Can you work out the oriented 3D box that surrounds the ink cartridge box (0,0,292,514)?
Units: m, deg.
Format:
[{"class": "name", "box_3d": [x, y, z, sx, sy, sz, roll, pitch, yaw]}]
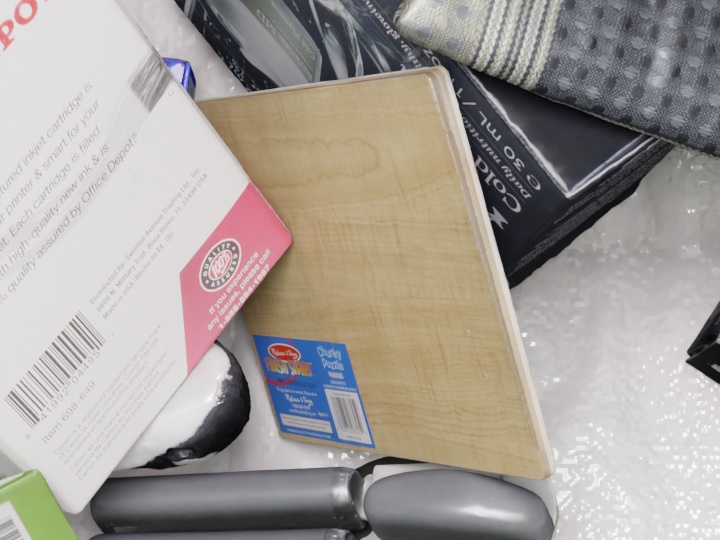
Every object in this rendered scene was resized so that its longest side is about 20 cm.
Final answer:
[{"class": "ink cartridge box", "box_3d": [-0.135, -0.029, 0.796, 0.085, 0.200, 0.146, 23, 67, 40]}]

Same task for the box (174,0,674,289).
[{"class": "box", "box_3d": [0.036, -0.107, 0.852, 0.124, 0.197, 0.200, -37, 84, -17]}]

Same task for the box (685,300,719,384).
[{"class": "box", "box_3d": [0.259, -0.005, 0.903, 0.164, 0.086, 0.200, 32, 84, 4]}]

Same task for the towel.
[{"class": "towel", "box_3d": [0.121, -0.141, 0.751, 0.192, 0.035, 0.200, 18, 81, -11]}]

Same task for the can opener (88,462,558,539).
[{"class": "can opener", "box_3d": [-0.018, 0.096, 0.859, 0.200, 0.066, 0.053, -6, 54, 19]}]

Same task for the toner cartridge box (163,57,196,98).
[{"class": "toner cartridge box", "box_3d": [-0.176, -0.053, 0.932, 0.200, 0.043, 0.095, 8, 82, 1]}]

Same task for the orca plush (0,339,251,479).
[{"class": "orca plush", "box_3d": [-0.126, 0.071, 0.904, 0.200, 0.071, 0.105, -16, 46, 18]}]

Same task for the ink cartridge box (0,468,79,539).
[{"class": "ink cartridge box", "box_3d": [-0.145, 0.180, 0.845, 0.076, 0.200, 0.148, -27, 82, -29]}]

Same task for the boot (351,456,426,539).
[{"class": "boot", "box_3d": [-0.030, 0.143, 0.905, 0.200, 0.077, 0.139, -1, 64, 8]}]

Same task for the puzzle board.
[{"class": "puzzle board", "box_3d": [0.000, 0.000, 0.841, 0.017, 0.200, 0.151, -22, 101, -28]}]
